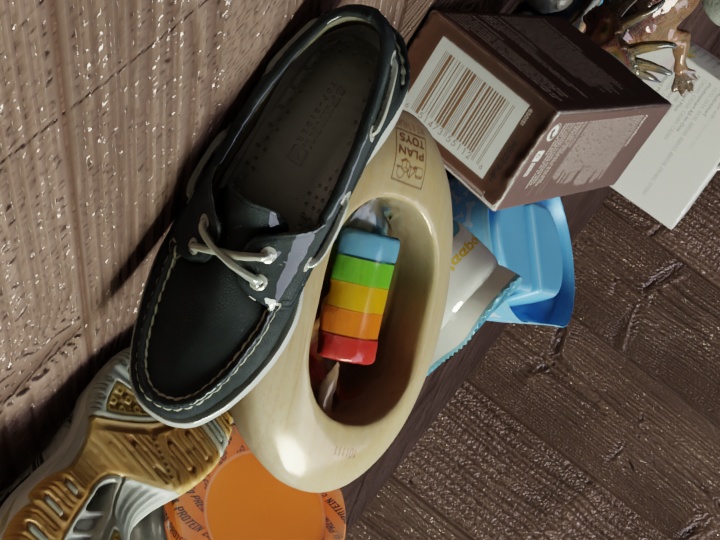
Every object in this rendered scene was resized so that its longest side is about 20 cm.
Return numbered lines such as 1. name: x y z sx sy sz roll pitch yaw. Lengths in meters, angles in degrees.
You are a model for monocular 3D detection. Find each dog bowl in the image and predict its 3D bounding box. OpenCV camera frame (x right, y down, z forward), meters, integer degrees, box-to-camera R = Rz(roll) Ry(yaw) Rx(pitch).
1. dog bowl: 0.101 -0.014 1.134 0.200 0.049 0.113 8 74 -66

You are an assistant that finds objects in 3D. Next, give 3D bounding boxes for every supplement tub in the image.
1. supplement tub: -0.090 0.162 0.901 0.123 0.122 0.200 -47 180 -36

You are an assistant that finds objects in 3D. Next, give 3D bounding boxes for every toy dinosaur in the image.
1. toy dinosaur: 0.211 -0.197 1.114 0.201 0.085 0.135 -61 163 14

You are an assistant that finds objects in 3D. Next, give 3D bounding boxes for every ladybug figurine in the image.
1. ladybug figurine: -0.017 0.008 0.817 0.135 0.072 0.202 17 87 -47

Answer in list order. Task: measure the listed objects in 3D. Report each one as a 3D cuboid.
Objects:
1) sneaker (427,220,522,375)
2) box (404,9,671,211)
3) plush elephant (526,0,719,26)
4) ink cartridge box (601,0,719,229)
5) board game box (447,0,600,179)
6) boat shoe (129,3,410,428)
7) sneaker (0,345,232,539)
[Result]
1. sneaker: 0.024 0.028 1.007 0.076 0.081 0.200 -43 177 -38
2. box: 0.103 -0.101 0.978 0.199 0.100 0.075 -14 142 -59
3. plush elephant: 0.210 -0.220 0.988 0.200 0.154 0.165 -50 171 -18
4. ink cartridge box: 0.244 -0.134 1.353 0.126 0.199 0.128 -56 170 19
5. board game box: 0.104 -0.131 1.171 0.200 0.034 0.136 -49 170 -27
6. boat shoe: -0.045 -0.026 0.698 0.060 0.075 0.201 66 49 -81
7. sneaker: -0.135 0.102 0.766 0.087 0.076 0.200 -28 -167 36
